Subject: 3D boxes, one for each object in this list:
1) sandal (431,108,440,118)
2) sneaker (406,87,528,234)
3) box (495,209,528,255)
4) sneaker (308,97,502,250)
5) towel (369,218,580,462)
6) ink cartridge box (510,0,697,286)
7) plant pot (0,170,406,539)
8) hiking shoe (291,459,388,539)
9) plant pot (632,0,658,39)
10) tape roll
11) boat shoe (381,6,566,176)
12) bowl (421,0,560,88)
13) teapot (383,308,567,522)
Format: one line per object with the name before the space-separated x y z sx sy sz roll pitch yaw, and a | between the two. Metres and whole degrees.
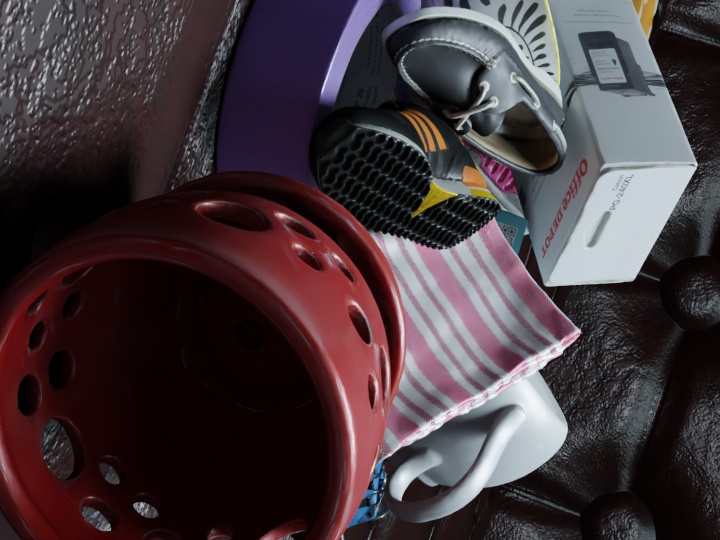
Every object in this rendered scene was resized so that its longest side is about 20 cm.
sandal | 0.035 -0.072 1.147 0.202 0.047 0.076 108 6 -46
sneaker | 0.090 -0.096 1.296 0.088 0.200 0.082 -29 -163 42
box | 0.087 -0.019 1.270 0.200 0.081 0.050 102 8 -83
sneaker | 0.017 -0.078 0.976 0.070 0.091 0.199 -36 152 20
towel | 0.044 0.028 1.016 0.199 0.147 0.030 -26 164 -35
ink cartridge box | 0.178 -0.109 1.175 0.146 0.082 0.202 108 -25 -51
plant pot | -0.073 0.053 0.771 0.182 0.198 0.203 -44 149 -66
hiking shoe | 0.001 0.172 1.304 0.201 0.086 0.074 -52 179 29
plant pot | 0.165 -0.231 1.336 0.200 0.181 0.203 19 90 -76
tape roll | -0.024 -0.122 1.000 0.200 0.065 0.203 19 90 -77
boat shoe | 0.084 -0.119 1.022 0.199 0.073 0.061 28 48 -55
bowl | 0.066 -0.205 1.113 0.201 0.093 0.203 158 -90 -87
teapot | 0.056 0.095 1.134 0.145 0.199 0.200 -35 160 6
